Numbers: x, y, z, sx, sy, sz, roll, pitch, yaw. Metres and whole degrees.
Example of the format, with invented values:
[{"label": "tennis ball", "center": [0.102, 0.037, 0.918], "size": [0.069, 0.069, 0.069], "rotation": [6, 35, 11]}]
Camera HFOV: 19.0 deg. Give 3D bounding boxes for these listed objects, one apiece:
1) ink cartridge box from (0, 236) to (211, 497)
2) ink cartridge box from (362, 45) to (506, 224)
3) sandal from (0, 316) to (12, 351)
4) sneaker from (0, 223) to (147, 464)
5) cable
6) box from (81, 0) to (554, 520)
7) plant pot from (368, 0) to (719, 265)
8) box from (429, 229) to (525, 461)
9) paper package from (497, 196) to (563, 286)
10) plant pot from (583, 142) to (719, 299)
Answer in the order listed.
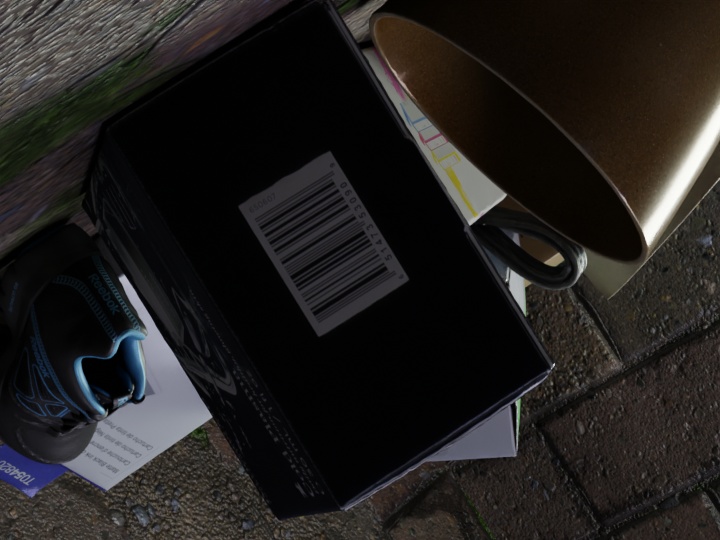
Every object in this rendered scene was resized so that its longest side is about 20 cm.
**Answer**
[{"label": "ink cartridge box", "center": [-0.190, 0.081, 1.423], "size": [0.199, 0.041, 0.200], "rotation": [-34, 146, 10]}, {"label": "ink cartridge box", "center": [-0.008, -0.051, 1.306], "size": [0.128, 0.126, 0.200], "rotation": [-34, -179, 18]}, {"label": "sandal", "center": [-0.210, 0.058, 1.294], "size": [0.082, 0.055, 0.200], "rotation": [-51, 151, 9]}, {"label": "sneaker", "center": [-0.164, 0.063, 1.209], "size": [0.073, 0.082, 0.200], "rotation": [-33, 157, -26]}, {"label": "cable", "center": [0.055, -0.044, 1.432], "size": [0.097, 0.200, 0.050], "rotation": [-49, 172, 36]}, {"label": "box", "center": [-0.029, 0.004, 1.027], "size": [0.124, 0.201, 0.197], "rotation": [-32, 179, -12]}, {"label": "plant pot", "center": [0.138, -0.138, 1.105], "size": [0.200, 0.186, 0.186], "rotation": [-48, -178, -9]}, {"label": "box", "center": [0.024, 0.044, 1.483], "size": [0.175, 0.097, 0.200], "rotation": [-4, -156, 7]}, {"label": "paper package", "center": [0.084, -0.069, 1.712], "size": [0.200, 0.191, 0.103], "rotation": [-35, -177, -12]}, {"label": "plant pot", "center": [0.170, -0.113, 1.599], "size": [0.188, 0.200, 0.187], "rotation": [-49, 177, -3]}]
